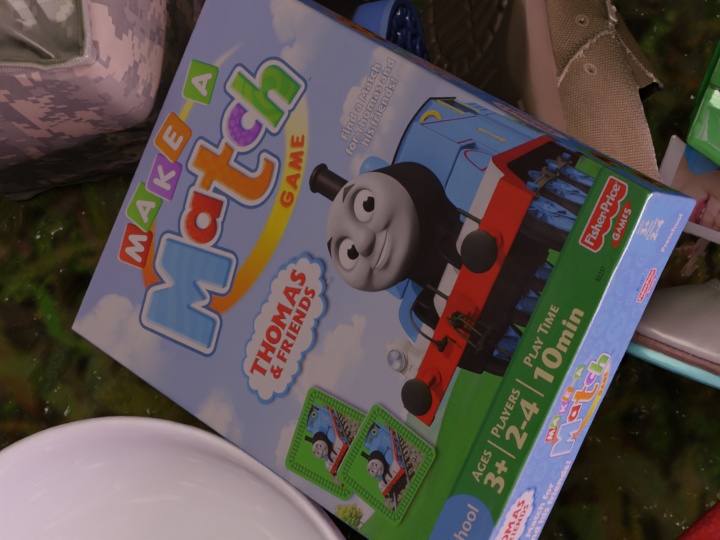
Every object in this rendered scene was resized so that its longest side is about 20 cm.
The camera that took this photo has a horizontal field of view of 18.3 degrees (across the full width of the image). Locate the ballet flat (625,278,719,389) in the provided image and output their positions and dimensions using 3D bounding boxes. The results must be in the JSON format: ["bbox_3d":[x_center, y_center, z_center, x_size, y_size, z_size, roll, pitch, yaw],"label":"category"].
[{"bbox_3d":[0.180,0.032,0.783,0.199,0.067,0.064,23,93,-8],"label":"ballet flat"}]

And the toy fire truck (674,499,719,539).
[{"bbox_3d":[0.175,0.158,0.771,0.168,0.112,0.200,-39,71,-21],"label":"toy fire truck"}]

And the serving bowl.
[{"bbox_3d":[-0.078,0.155,0.829,0.199,0.066,0.201,-1,85,15],"label":"serving bowl"}]

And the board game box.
[{"bbox_3d":[0.000,0.000,0.780,0.200,0.037,0.152,31,104,34],"label":"board game box"}]

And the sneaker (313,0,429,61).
[{"bbox_3d":[-0.023,-0.009,0.862,0.078,0.070,0.201,2,78,24],"label":"sneaker"}]

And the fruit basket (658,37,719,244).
[{"bbox_3d":[0.223,-0.063,0.786,0.199,0.094,0.186,24,111,10],"label":"fruit basket"}]

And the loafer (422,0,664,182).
[{"bbox_3d":[0.071,-0.075,0.841,0.067,0.076,0.201,16,55,-25],"label":"loafer"}]

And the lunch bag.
[{"bbox_3d":[-0.127,-0.145,0.854,0.117,0.164,0.201,-6,78,13],"label":"lunch bag"}]
